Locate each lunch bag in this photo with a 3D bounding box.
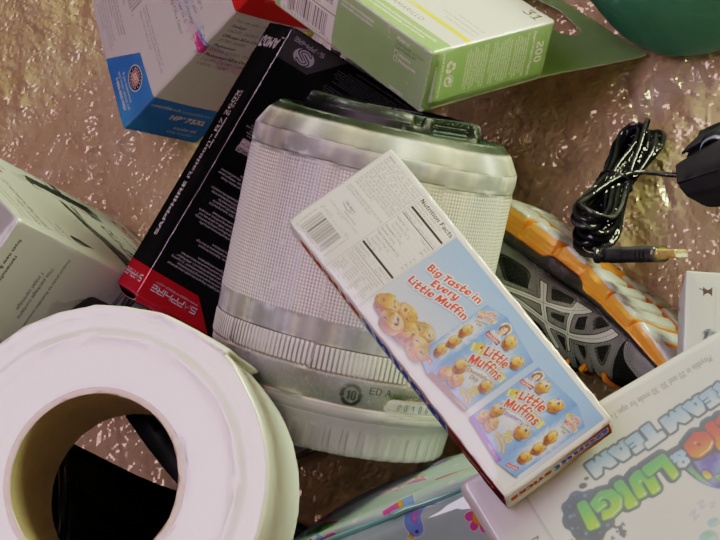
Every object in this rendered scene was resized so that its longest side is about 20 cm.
[{"bbox_3d":[0.057,0.152,1.336,0.200,0.160,0.077,-23,91,20],"label":"lunch bag"}]

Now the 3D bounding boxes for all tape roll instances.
[{"bbox_3d":[-0.138,0.122,1.287,0.202,0.071,0.203,-3,75,13],"label":"tape roll"}]

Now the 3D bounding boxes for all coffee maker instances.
[{"bbox_3d":[-0.160,0.172,1.430,0.192,0.200,0.135,-33,58,16],"label":"coffee maker"}]

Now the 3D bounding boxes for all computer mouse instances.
[{"bbox_3d":[0.216,-0.056,1.345,0.200,0.046,0.140,3,39,32],"label":"computer mouse"}]

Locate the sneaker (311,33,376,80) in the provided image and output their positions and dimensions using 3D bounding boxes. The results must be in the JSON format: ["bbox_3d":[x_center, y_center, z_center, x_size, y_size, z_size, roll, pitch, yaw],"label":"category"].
[{"bbox_3d":[-0.015,-0.115,1.543,0.200,0.075,0.081,-65,21,6],"label":"sneaker"}]

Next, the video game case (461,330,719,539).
[{"bbox_3d":[0.184,0.140,1.214,0.200,0.024,0.182,-30,73,-7],"label":"video game case"}]

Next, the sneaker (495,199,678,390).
[{"bbox_3d":[0.138,0.036,1.386,0.200,0.078,0.077,43,105,41],"label":"sneaker"}]

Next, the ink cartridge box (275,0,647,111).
[{"bbox_3d":[0.068,-0.167,1.432,0.146,0.200,0.048,39,132,36],"label":"ink cartridge box"}]

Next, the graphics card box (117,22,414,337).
[{"bbox_3d":[-0.052,-0.043,1.471,0.200,0.125,0.051,-60,22,-1],"label":"graphics card box"}]

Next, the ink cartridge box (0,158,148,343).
[{"bbox_3d":[-0.211,-0.001,1.519,0.084,0.200,0.144,-53,48,5],"label":"ink cartridge box"}]

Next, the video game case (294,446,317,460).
[{"bbox_3d":[-0.018,0.042,1.507,0.200,0.019,0.143,-24,60,20],"label":"video game case"}]

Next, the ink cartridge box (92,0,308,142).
[{"bbox_3d":[-0.095,-0.193,1.577,0.200,0.067,0.116,-41,53,37],"label":"ink cartridge box"}]

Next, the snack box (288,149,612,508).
[{"bbox_3d":[0.047,0.029,1.240,0.072,0.024,0.200,-35,69,-8],"label":"snack box"}]

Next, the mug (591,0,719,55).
[{"bbox_3d":[0.195,-0.240,1.423,0.152,0.114,0.185,-8,64,27],"label":"mug"}]

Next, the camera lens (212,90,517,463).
[{"bbox_3d":[0.000,0.000,1.377,0.160,0.160,0.200,16,97,35],"label":"camera lens"}]

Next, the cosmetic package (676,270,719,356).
[{"bbox_3d":[0.248,0.105,1.263,0.151,0.052,0.200,2,71,6],"label":"cosmetic package"}]

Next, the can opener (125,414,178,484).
[{"bbox_3d":[-0.117,0.099,1.412,0.079,0.063,0.200,-28,42,-20],"label":"can opener"}]
